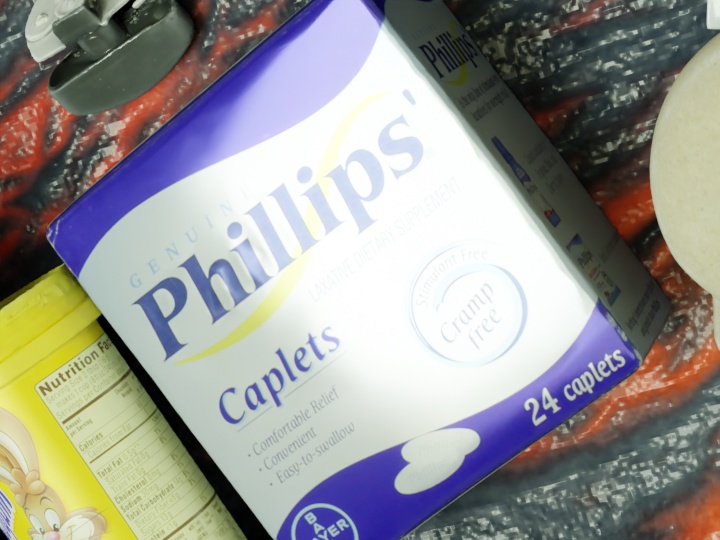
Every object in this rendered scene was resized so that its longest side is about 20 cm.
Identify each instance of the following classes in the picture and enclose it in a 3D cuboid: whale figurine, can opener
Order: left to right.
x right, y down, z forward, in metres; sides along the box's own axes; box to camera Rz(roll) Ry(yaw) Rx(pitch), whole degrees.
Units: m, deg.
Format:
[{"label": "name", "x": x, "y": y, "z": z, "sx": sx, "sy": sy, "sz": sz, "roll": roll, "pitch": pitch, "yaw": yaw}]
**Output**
[{"label": "can opener", "x": -0.065, "y": -0.141, "z": 0.921, "sx": 0.199, "sy": 0.053, "sz": 0.066, "roll": -30, "pitch": 128, "yaw": 22}, {"label": "whale figurine", "x": 0.202, "y": -0.011, "z": 0.801, "sx": 0.201, "sy": 0.104, "sz": 0.159, "roll": 56, "pitch": 132, "yaw": 12}]

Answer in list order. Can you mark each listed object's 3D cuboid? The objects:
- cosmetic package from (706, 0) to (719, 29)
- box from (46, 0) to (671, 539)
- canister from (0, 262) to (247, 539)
[{"label": "cosmetic package", "x": 0.213, "y": -0.196, "z": 0.821, "sx": 0.150, "sy": 0.052, "sz": 0.201, "roll": 2, "pitch": 105, "yaw": 18}, {"label": "box", "x": 0.000, "y": 0.000, "z": 0.902, "sx": 0.184, "sy": 0.105, "sz": 0.200, "roll": -38, "pitch": 91, "yaw": 20}, {"label": "canister", "x": -0.116, "y": 0.106, "z": 0.942, "sx": 0.086, "sy": 0.148, "sz": 0.201, "roll": -36, "pitch": 96, "yaw": -19}]
